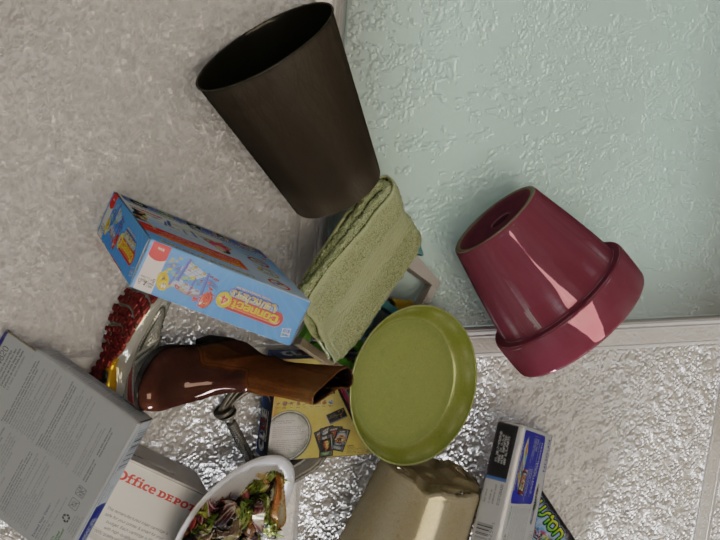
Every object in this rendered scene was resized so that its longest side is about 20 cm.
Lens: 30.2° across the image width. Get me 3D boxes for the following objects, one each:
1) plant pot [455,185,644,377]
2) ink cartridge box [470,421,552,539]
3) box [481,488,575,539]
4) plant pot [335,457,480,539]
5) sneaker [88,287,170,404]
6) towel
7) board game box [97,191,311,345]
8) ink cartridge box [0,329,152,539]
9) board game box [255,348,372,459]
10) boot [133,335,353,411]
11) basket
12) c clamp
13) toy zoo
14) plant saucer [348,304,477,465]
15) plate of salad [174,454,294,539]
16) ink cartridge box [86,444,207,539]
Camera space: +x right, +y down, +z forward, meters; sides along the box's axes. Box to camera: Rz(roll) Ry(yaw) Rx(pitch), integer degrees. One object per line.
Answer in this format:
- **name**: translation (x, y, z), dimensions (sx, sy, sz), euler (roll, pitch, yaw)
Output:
- **plant pot**: translation (0.221, 0.002, 1.663), dimensions (0.200, 0.200, 0.179), euler (-42, 102, -3)
- **ink cartridge box**: translation (0.196, 0.301, 1.739), dimensions (0.047, 0.200, 0.199), euler (10, 83, 18)
- **box**: translation (0.232, 0.373, 1.868), dimensions (0.110, 0.035, 0.200), euler (-38, 117, -6)
- **plant pot**: translation (0.060, 0.334, 1.690), dimensions (0.199, 0.200, 0.184), euler (13, 105, -25)
- **sneaker**: translation (-0.261, 0.097, 1.566), dimensions (0.082, 0.078, 0.201), euler (14, 110, -31)
- **towel**: translation (0.000, 0.000, 1.575), dimensions (0.200, 0.036, 0.149), euler (-55, 145, -18)
- **board game box**: translation (-0.179, -0.004, 1.488), dimensions (0.199, 0.196, 0.056), euler (22, 99, -26)
- **ink cartridge box**: translation (-0.366, 0.200, 1.530), dimensions (0.200, 0.041, 0.200), euler (33, 100, 13)
- **board game box**: translation (-0.028, 0.167, 1.682), dimensions (0.199, 0.035, 0.136), euler (1, 105, -28)
- **boot**: translation (-0.134, 0.134, 1.514), dimensions (0.188, 0.199, 0.069), euler (-12, 111, -59)
- **basket**: translation (-0.067, -0.171, 1.514), dimensions (0.180, 0.136, 0.201), euler (-38, 121, -19)
- **c clamp**: translation (-0.123, 0.218, 1.680), dimensions (0.170, 0.027, 0.201), euler (-24, 115, -12)
- **toy zoo**: translation (0.017, 0.038, 1.653), dimensions (0.131, 0.020, 0.201), euler (35, 76, -24)
- **plant saucer**: translation (0.060, 0.140, 1.654), dimensions (0.199, 0.031, 0.201), euler (-6, 100, -36)
- **plate of salad**: translation (-0.149, 0.313, 1.630), dimensions (0.200, 0.048, 0.201), euler (-35, 147, -27)
- **ink cartridge box**: translation (-0.296, 0.313, 1.612), dimensions (0.146, 0.084, 0.201), euler (31, 94, -28)
